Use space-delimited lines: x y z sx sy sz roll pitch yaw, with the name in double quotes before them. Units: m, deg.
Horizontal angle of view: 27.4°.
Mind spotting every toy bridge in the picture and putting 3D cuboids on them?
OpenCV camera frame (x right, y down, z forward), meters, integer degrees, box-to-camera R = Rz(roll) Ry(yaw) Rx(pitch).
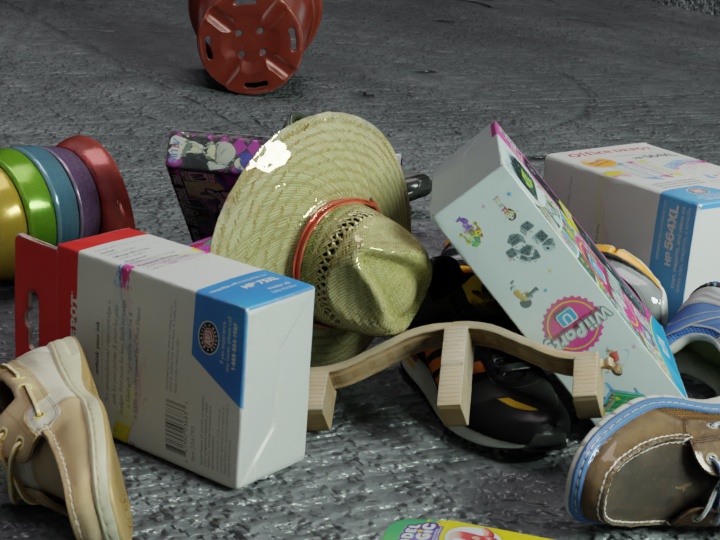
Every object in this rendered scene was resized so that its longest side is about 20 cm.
"toy bridge" 0.062 0.065 0.943 0.198 0.027 0.068 -5 50 16

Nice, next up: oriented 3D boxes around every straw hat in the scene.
"straw hat" 0.000 0.000 0.977 0.085 0.203 0.200 23 24 40

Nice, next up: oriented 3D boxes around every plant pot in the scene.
"plant pot" -0.153 -0.349 2.095 0.199 0.202 0.196 4 26 -3

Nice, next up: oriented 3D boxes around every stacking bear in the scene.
"stacking bear" -0.293 -0.036 1.172 0.121 0.115 0.199 19 27 40

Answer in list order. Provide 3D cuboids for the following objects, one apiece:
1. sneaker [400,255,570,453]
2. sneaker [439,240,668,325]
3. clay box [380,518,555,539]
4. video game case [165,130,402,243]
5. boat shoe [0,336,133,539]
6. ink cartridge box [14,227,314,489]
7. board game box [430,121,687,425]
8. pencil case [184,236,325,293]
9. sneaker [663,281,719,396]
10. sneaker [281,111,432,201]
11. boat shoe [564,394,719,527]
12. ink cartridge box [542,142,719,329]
"sneaker" 0.081 0.052 1.002 0.069 0.091 0.200 -2 19 -20
"sneaker" 0.144 0.022 1.168 0.199 0.079 0.077 10 31 28
"clay box" 0.097 0.173 0.693 0.198 0.048 0.115 8 17 14
"video game case" -0.055 -0.049 1.202 0.180 0.036 0.200 6 -21 3
"boat shoe" -0.174 0.101 0.829 0.069 0.074 0.200 -14 22 -14
"ink cartridge box" -0.127 0.045 0.925 0.199 0.117 0.067 17 22 34
"board game box" 0.132 0.005 1.012 0.064 0.200 0.148 -36 12 14
"pencil case" -0.097 0.011 1.102 0.088 0.089 0.199 19 21 38
"sneaker" 0.299 0.076 1.047 0.077 0.076 0.199 -35 37 -30
"sneaker" -0.013 -0.113 1.534 0.199 0.080 0.074 19 20 34
"boat shoe" 0.205 0.114 0.870 0.199 0.073 0.072 -10 24 -39
"ink cartridge box" 0.241 -0.027 1.242 0.128 0.126 0.200 -8 22 -36
